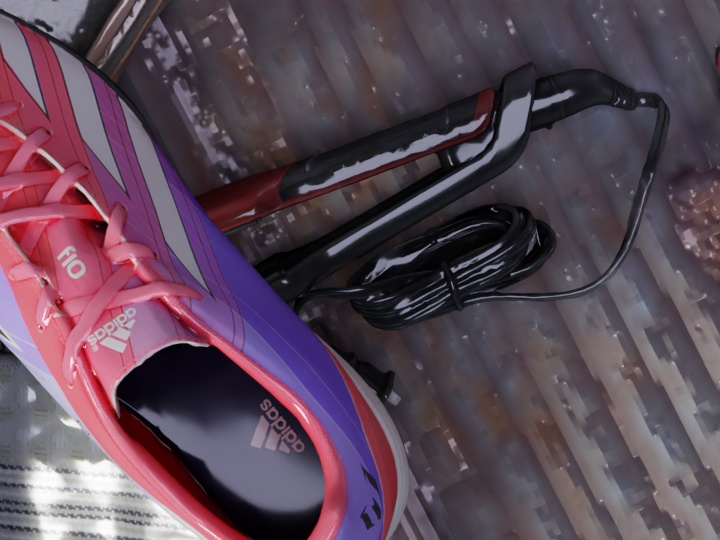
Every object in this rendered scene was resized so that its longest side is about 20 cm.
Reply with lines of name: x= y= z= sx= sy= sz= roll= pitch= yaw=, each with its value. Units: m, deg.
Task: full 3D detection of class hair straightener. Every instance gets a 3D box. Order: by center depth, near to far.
hair straightener: x=0.000 y=0.000 z=0.813 sx=0.199 sy=0.041 sz=0.077 roll=-23 pitch=100 yaw=-3

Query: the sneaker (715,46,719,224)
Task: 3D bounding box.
sneaker: x=0.152 y=0.011 z=0.799 sx=0.080 sy=0.075 sz=0.201 roll=-23 pitch=101 yaw=2

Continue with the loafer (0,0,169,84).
loafer: x=-0.077 y=-0.093 z=0.775 sx=0.072 sy=0.063 sz=0.201 roll=23 pitch=98 yaw=-6

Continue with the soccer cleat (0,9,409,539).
soccer cleat: x=-0.067 y=0.001 z=0.716 sx=0.068 sy=0.073 sz=0.200 roll=-45 pitch=87 yaw=6

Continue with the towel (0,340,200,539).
towel: x=-0.108 y=0.110 z=0.793 sx=0.199 sy=0.035 sz=0.194 roll=7 pitch=101 yaw=17
